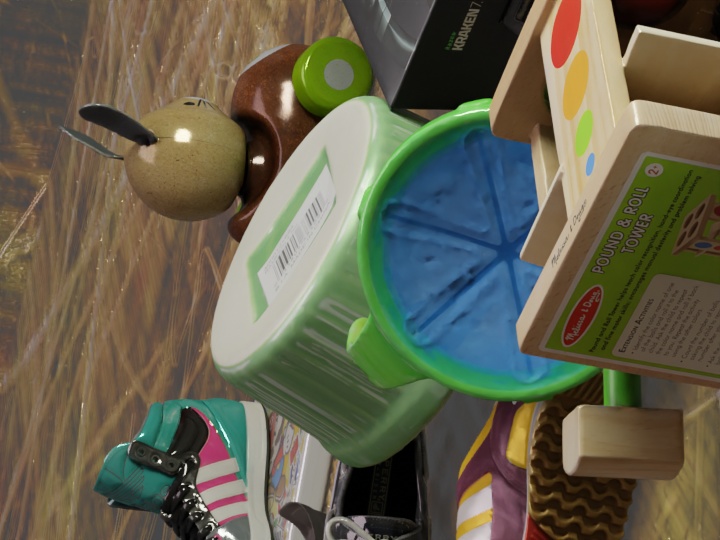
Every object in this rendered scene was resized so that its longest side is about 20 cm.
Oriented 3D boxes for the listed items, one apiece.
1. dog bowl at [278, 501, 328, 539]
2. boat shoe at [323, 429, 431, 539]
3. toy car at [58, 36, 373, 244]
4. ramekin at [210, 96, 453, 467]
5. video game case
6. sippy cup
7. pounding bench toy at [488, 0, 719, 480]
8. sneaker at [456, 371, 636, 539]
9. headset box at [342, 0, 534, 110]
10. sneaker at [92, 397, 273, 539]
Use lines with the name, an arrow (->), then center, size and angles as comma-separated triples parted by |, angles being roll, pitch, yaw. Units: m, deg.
dog bowl -> -0.028, 0.245, 1.534 | 0.200, 0.059, 0.201 | -171, 90, -75
boat shoe -> 0.011, 0.161, 1.412 | 0.068, 0.073, 0.200 | 96, -175, -60
toy car -> -0.112, -0.096, 1.782 | 0.164, 0.199, 0.158 | 151, 127, -71
ramekin -> 0.000, 0.000, 1.391 | 0.200, 0.098, 0.200 | -52, 20, 28
video game case -> -0.047, 0.098, 1.768 | 0.182, 0.023, 0.201 | -163, 82, -75
sippy cup -> 0.075, -0.021, 1.162 | 0.130, 0.177, 0.140 | -53, -44, -73
pounding bench toy -> 0.121, -0.030, 1.012 | 0.156, 0.124, 0.200 | -95, 21, -45
sneaker -> 0.077, 0.138, 1.185 | 0.090, 0.075, 0.200 | -154, 83, -72
headset box -> 0.055, -0.207, 1.365 | 0.174, 0.093, 0.200 | 113, 147, -41
sneaker -> -0.126, 0.166, 1.736 | 0.200, 0.120, 0.084 | -94, 21, -43
